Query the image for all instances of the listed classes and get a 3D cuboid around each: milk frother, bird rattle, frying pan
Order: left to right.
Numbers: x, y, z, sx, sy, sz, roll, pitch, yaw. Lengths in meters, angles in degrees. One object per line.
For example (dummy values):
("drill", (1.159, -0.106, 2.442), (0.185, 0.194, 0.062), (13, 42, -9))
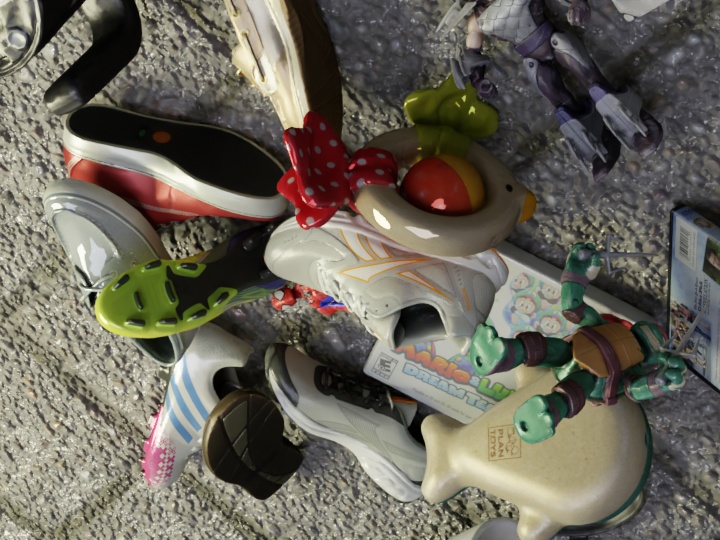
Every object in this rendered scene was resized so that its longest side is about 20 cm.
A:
("milk frother", (-0.284, -0.207, 1.216), (0.198, 0.189, 0.182), (-3, 122, 19))
("bird rattle", (0.042, -0.073, 1.201), (0.163, 0.199, 0.113), (39, 127, 29))
("frying pan", (0.212, 0.222, 1.450), (0.114, 0.031, 0.190), (-18, 137, 18))

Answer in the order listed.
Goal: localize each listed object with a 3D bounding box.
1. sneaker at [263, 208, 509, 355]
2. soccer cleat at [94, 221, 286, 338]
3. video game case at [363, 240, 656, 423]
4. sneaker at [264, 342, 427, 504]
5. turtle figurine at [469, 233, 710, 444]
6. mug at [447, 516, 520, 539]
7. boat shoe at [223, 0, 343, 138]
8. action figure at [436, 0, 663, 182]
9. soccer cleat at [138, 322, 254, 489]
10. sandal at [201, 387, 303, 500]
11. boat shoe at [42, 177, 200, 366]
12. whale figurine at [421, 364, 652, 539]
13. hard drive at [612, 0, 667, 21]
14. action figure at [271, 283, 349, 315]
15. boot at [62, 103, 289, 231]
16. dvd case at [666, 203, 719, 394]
("sneaker", (0.010, 0.013, 1.248), (0.198, 0.093, 0.076), (8, 149, 21))
("soccer cleat", (-0.136, 0.017, 1.329), (0.084, 0.199, 0.065), (-39, 77, 52))
("video game case", (0.124, 0.065, 1.376), (0.199, 0.024, 0.183), (27, 127, -1))
("sneaker", (-0.001, 0.121, 1.432), (0.199, 0.074, 0.079), (37, 117, -16))
("turtle figurine", (0.186, 0.060, 1.235), (0.150, 0.199, 0.101), (42, 138, 37))
("mug", (0.098, 0.335, 1.500), (0.152, 0.150, 0.187), (-23, 108, 38))
("boat shoe", (-0.068, -0.178, 1.246), (0.069, 0.074, 0.202), (-7, 112, 24))
("action figure", (0.139, -0.161, 1.191), (0.200, 0.070, 0.130), (47, 129, -12))
("soccer cleat", (-0.150, 0.135, 1.482), (0.086, 0.070, 0.201), (19, 127, 3))
("sandal", (-0.102, 0.150, 1.447), (0.055, 0.082, 0.200), (46, 176, 24))
("boat shoe", (-0.199, 0.007, 1.341), (0.069, 0.072, 0.201), (-10, 136, 30))
("whale figurine", (0.149, 0.153, 1.346), (0.198, 0.161, 0.104), (-11, 159, 26))
("hard drive", (0.190, -0.287, 1.107), (0.139, 0.038, 0.201), (-26, 113, 31))
("action figure", (0.000, 0.000, 1.346), (0.199, 0.052, 0.066), (-20, 107, 39))
("boot", (-0.156, -0.052, 1.363), (0.198, 0.073, 0.145), (16, 133, 8))
("dvd case", (0.303, 0.053, 1.230), (0.017, 0.200, 0.144), (-22, 128, -21))
